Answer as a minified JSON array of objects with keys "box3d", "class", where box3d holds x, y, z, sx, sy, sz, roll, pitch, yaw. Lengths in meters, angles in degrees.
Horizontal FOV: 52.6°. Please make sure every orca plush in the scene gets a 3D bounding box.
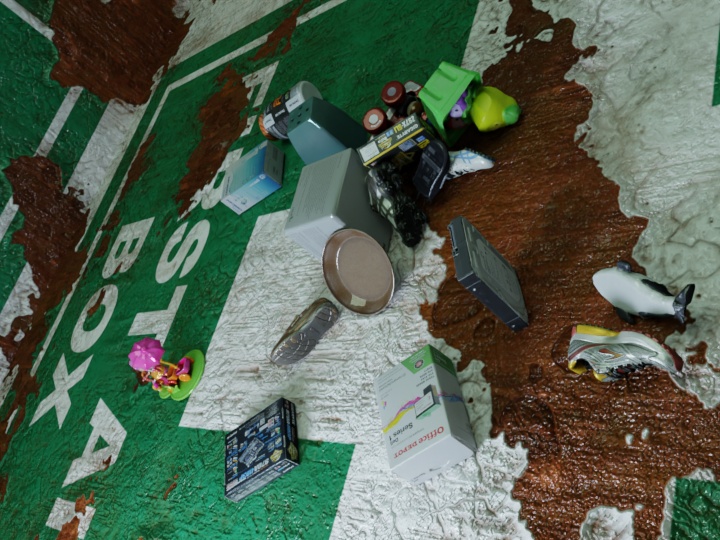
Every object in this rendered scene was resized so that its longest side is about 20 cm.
[{"box3d":[0.461,0.025,1.158,0.070,0.107,0.200,-19,4,-18],"class":"orca plush"}]

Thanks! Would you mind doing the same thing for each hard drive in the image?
[{"box3d":[0.233,0.007,1.318,0.037,0.199,0.142,-30,41,26],"class":"hard drive"}]

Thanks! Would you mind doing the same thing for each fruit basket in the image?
[{"box3d":[0.247,-0.358,1.636,0.156,0.215,0.215,-51,37,2],"class":"fruit basket"}]

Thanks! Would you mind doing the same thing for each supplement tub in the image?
[{"box3d":[-0.217,-0.490,2.269,0.198,0.122,0.125,-25,45,32],"class":"supplement tub"}]

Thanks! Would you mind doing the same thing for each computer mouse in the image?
[{"box3d":[0.140,-0.220,1.656,0.140,0.045,0.203,45,132,36],"class":"computer mouse"}]

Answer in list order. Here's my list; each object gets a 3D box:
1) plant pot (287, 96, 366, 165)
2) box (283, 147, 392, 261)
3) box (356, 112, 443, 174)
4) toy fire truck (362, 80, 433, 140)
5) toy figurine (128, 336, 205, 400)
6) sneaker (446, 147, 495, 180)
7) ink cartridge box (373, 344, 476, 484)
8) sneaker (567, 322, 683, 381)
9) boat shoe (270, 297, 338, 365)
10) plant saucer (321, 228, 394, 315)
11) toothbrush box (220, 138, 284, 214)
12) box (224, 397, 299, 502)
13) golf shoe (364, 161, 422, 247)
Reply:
[{"box3d":[-0.098,-0.362,1.971,0.140,0.199,0.144,-26,44,31],"class":"plant pot"},{"box3d":[-0.041,-0.139,1.733,0.169,0.198,0.204,-12,52,40],"class":"box"},{"box3d":[0.099,-0.283,1.689,0.158,0.199,0.050,-31,76,16],"class":"box"},{"box3d":[0.114,-0.373,1.844,0.167,0.112,0.202,35,89,29],"class":"toy fire truck"},{"box3d":[-0.561,0.259,2.004,0.198,0.183,0.153,-27,44,31],"class":"toy figurine"},{"box3d":[0.223,-0.237,1.640,0.198,0.071,0.074,10,92,49],"class":"sneaker"},{"box3d":[0.114,0.264,1.341,0.144,0.084,0.202,-36,41,23],"class":"ink cartridge box"},{"box3d":[0.409,0.140,1.134,0.199,0.077,0.084,1,65,58],"class":"sneaker"},{"box3d":[-0.135,0.143,1.728,0.199,0.076,0.072,-41,34,2],"class":"boat shoe"},{"box3d":[0.000,0.000,1.630,0.198,0.204,0.036,-15,10,40],"class":"plant saucer"},{"box3d":[-0.336,-0.291,2.273,0.198,0.085,0.149,-27,45,30],"class":"toothbrush box"},{"box3d":[-0.226,0.403,1.637,0.199,0.046,0.161,-36,40,23],"class":"box"},{"box3d":[0.074,-0.144,1.659,0.077,0.203,0.094,-24,2,-33],"class":"golf shoe"}]
